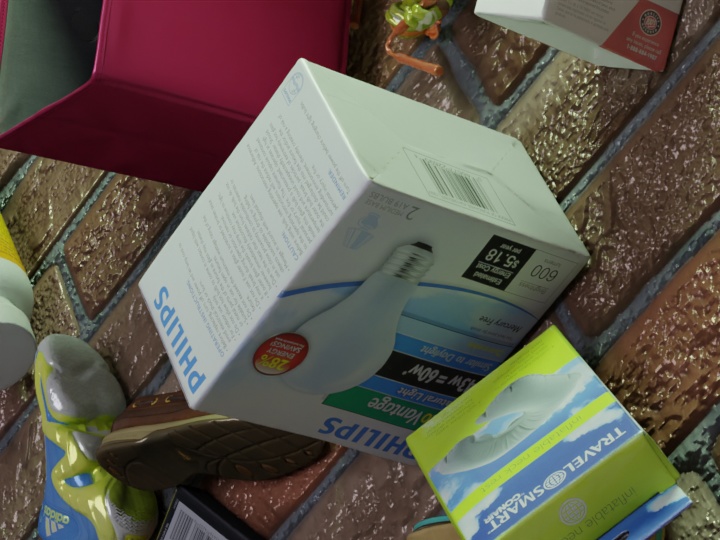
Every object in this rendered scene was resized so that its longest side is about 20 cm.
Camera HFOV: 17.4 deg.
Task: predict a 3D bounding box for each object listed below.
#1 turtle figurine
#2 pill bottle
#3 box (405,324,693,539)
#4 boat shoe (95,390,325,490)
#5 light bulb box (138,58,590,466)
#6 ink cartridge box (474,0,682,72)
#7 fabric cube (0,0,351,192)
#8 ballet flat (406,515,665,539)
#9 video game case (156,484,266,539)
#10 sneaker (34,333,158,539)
[{"bbox_3d":[0.045,-0.223,1.628,0.200,0.064,0.162,-117,33,-62],"label":"turtle figurine"},{"bbox_3d":[-0.338,0.007,1.968,0.113,0.112,0.201,-52,44,24],"label":"pill bottle"},{"bbox_3d":[0.105,0.116,1.381,0.122,0.048,0.200,-37,22,1],"label":"box"},{"bbox_3d":[-0.105,0.108,1.693,0.199,0.072,0.068,-10,46,38],"label":"boat shoe"},{"bbox_3d":[0.000,0.000,1.509,0.200,0.197,0.125,-52,42,25],"label":"light bulb box"},{"bbox_3d":[0.156,-0.238,1.473,0.067,0.116,0.201,13,86,50],"label":"ink cartridge box"},{"bbox_3d":[-0.136,-0.181,1.705,0.200,0.198,0.198,-19,62,57],"label":"fabric cube"},{"bbox_3d":[0.103,0.168,1.435,0.199,0.068,0.064,-23,67,44],"label":"ballet flat"},{"bbox_3d":[-0.104,0.274,1.673,0.200,0.025,0.182,30,100,49],"label":"video game case"},{"bbox_3d":[-0.226,0.148,1.819,0.105,0.075,0.201,-48,47,29],"label":"sneaker"}]
